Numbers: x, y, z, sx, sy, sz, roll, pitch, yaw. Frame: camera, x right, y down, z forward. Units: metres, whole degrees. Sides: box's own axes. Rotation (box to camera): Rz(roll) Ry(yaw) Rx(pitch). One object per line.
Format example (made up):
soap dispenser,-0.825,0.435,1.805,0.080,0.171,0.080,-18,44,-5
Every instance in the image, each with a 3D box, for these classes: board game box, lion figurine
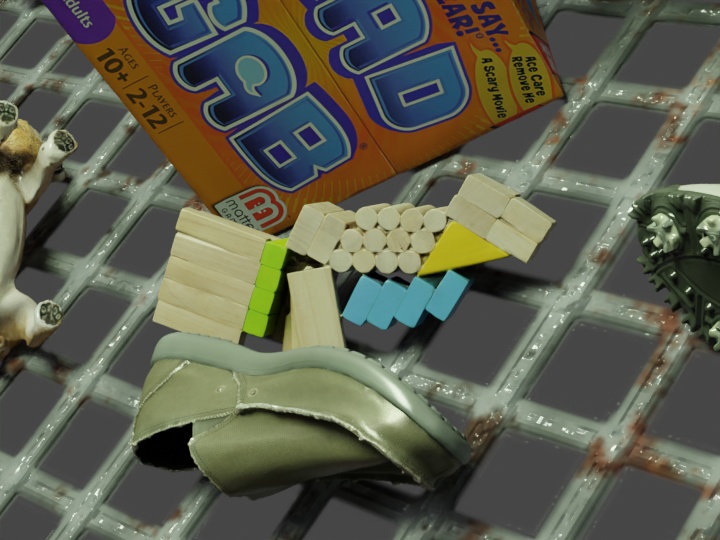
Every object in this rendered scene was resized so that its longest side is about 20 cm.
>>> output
board game box,-0.035,-0.178,0.890,0.199,0.200,0.200,-24,41,14
lion figurine,-0.210,-0.014,0.951,0.122,0.072,0.201,-43,32,49

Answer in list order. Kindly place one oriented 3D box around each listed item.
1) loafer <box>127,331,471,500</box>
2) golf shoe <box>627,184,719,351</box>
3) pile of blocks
loafer,-0.033,0.078,0.750,0.200,0.075,0.070,3,58,48
golf shoe,0.204,-0.001,0.670,0.199,0.077,0.088,17,42,41
pile of blocks,0.000,0.000,0.814,0.199,0.083,0.062,-6,3,13
